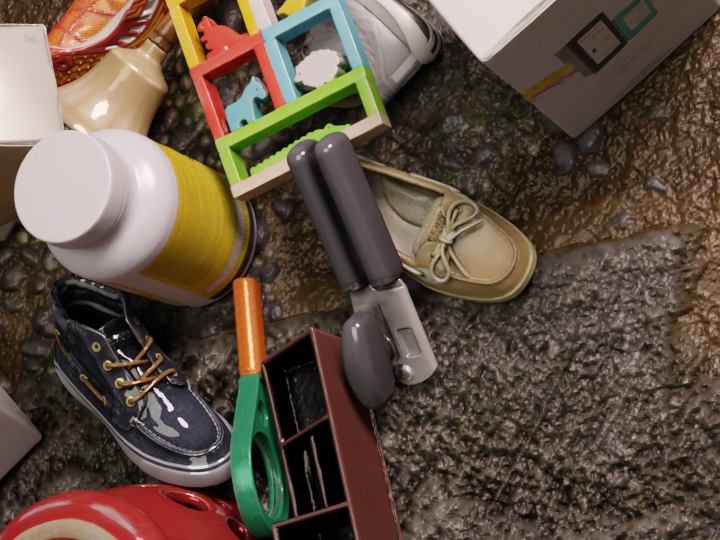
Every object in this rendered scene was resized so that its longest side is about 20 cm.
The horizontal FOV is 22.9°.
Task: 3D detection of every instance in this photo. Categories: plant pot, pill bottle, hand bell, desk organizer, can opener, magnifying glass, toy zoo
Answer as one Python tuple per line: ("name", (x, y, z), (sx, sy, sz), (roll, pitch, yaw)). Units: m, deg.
("plant pot", (-0.167, 0.248, 1.273), (0.199, 0.182, 0.202), (-6, 75, 23))
("pill bottle", (-0.166, -0.041, 1.317), (0.111, 0.200, 0.113), (-5, 78, 23))
("hand bell", (-0.153, -0.186, 1.395), (0.104, 0.104, 0.200), (40, 96, 25))
("desk organizer", (-0.026, 0.148, 1.284), (0.071, 0.077, 0.201), (-19, 72, 20))
("can opener", (0.000, 0.000, 1.274), (0.052, 0.066, 0.201), (-11, 106, 35))
("magnifying glass", (-0.079, 0.101, 1.326), (0.022, 0.080, 0.201), (-12, 64, 16))
("toy zoo", (-0.068, -0.169, 1.320), (0.131, 0.020, 0.201), (-26, 74, 18))

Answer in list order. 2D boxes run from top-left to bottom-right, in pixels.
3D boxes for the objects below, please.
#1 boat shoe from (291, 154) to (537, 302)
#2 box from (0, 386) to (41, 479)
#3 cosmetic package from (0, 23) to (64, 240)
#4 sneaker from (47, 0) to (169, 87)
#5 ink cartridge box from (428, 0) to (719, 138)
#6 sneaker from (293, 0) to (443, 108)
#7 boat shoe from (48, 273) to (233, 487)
("boat shoe", (0.035, -0.038, 1.300), (0.200, 0.063, 0.073), (32, 93, 26))
("box", (-0.377, 0.145, 1.381), (0.200, 0.152, 0.106), (-44, 63, -4))
("cosmetic package", (-0.297, -0.104, 1.398), (0.200, 0.071, 0.106), (-44, 55, 57))
("sneaker", (-0.207, -0.202, 1.452), (0.200, 0.073, 0.077), (-37, 46, 9))
("ink cartridge box", (0.127, -0.212, 1.217), (0.146, 0.200, 0.147), (-42, 66, 11))
("sneaker", (-0.040, -0.192, 1.362), (0.200, 0.075, 0.116), (43, 101, 24))
("boat shoe", (-0.168, 0.082, 1.334), (0.071, 0.091, 0.200), (-35, 50, -30))
